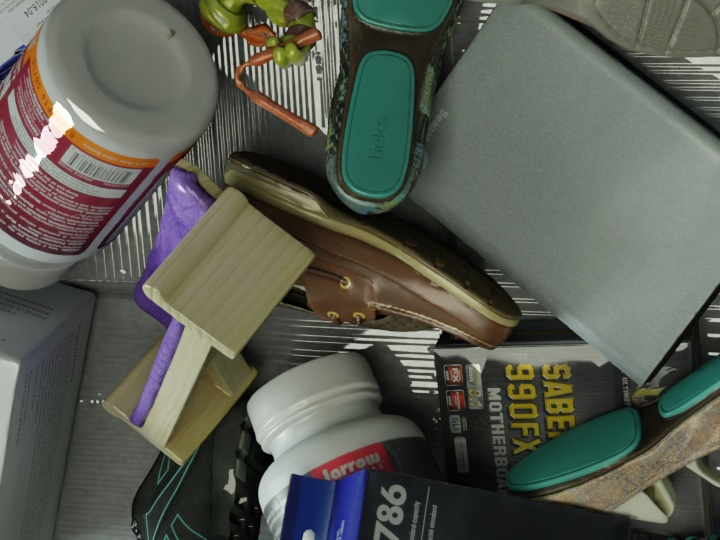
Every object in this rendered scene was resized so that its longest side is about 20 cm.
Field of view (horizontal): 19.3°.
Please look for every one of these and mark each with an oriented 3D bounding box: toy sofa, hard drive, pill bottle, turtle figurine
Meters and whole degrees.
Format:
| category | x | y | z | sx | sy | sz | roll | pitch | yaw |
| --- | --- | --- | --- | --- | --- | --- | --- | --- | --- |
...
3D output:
| category | x | y | z | sx | sy | sz | roll | pitch | yaw |
| --- | --- | --- | --- | --- | --- | --- | --- | --- | --- |
| toy sofa | -0.104 | 0.028 | 1.240 | 0.097 | 0.083 | 0.200 | 37 | 153 | 3 |
| hard drive | 0.128 | -0.051 | 1.217 | 0.200 | 0.033 | 0.140 | 40 | 109 | 14 |
| pill bottle | -0.171 | -0.072 | 1.249 | 0.110 | 0.110 | 0.200 | 45 | 139 | -2 |
| turtle figurine | -0.048 | -0.186 | 1.220 | 0.200 | 0.064 | 0.162 | 51 | 123 | 29 |
| pill bottle | 0.004 | 0.156 | 1.279 | 0.110 | 0.110 | 0.201 | -33 | 69 | 23 |

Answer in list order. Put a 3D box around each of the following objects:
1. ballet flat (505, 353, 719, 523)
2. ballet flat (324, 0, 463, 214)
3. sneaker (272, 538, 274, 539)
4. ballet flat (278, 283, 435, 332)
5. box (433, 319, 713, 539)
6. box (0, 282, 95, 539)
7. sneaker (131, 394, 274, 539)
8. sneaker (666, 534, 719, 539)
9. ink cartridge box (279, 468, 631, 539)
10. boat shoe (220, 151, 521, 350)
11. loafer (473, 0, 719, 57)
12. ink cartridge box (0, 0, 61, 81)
| category | x | y | z | sx | sy | sz | roll | pitch | yaw |
| --- | --- | --- | --- | --- | --- | --- | --- | --- | --- |
| ballet flat | 0.178 | 0.105 | 1.215 | 0.199 | 0.068 | 0.067 | -30 | 106 | 23 |
| ballet flat | 0.017 | -0.129 | 1.223 | 0.074 | 0.074 | 0.201 | 14 | 80 | 11 |
| sneaker | -0.046 | 0.221 | 1.373 | 0.199 | 0.090 | 0.075 | -23 | 64 | 1 |
| ballet flat | -0.028 | 0.001 | 1.299 | 0.199 | 0.046 | 0.068 | 12 | 111 | 12 |
| box | 0.134 | 0.130 | 1.295 | 0.157 | 0.048 | 0.201 | -1 | 108 | 16 |
| box | -0.295 | 0.095 | 1.361 | 0.198 | 0.131 | 0.201 | 16 | 112 | 10 |
| sneaker | -0.104 | 0.175 | 1.326 | 0.079 | 0.201 | 0.075 | -3 | 148 | 28 |
| sneaker | 0.176 | 0.189 | 1.240 | 0.091 | 0.078 | 0.200 | 45 | 111 | 1 |
| ink cartridge box | 0.050 | 0.173 | 1.197 | 0.198 | 0.039 | 0.100 | 10 | 66 | -3 |
| boat shoe | 0.000 | 0.000 | 1.243 | 0.199 | 0.072 | 0.068 | 27 | 102 | 15 |
| loafer | 0.125 | -0.173 | 1.184 | 0.199 | 0.063 | 0.072 | 12 | 114 | -12 |
| ink cartridge box | -0.239 | -0.187 | 1.279 | 0.136 | 0.076 | 0.201 | -33 | 96 | 24 |
